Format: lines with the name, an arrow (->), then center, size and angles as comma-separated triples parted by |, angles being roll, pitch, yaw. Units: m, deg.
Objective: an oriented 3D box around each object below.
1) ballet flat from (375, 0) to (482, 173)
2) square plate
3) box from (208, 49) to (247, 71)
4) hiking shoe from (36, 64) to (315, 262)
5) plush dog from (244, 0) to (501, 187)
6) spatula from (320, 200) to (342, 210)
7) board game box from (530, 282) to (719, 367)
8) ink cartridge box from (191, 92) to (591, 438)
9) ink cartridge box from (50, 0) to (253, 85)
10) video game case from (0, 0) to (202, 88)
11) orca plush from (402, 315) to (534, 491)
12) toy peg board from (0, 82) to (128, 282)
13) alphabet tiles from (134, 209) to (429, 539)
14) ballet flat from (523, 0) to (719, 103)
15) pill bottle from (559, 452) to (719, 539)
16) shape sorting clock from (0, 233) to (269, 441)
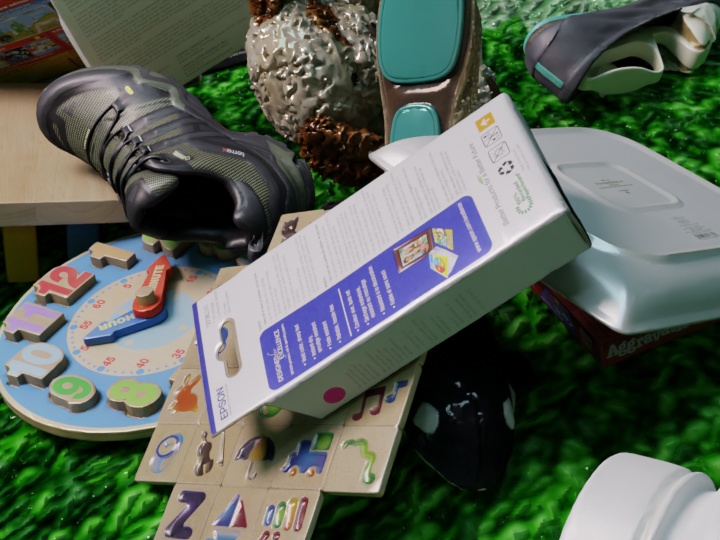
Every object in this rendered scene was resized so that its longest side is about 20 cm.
ballet flat -> 0.047, -0.112, 0.774 | 0.070, 0.203, 0.065 | 8, 7, 30
square plate -> 0.137, -0.035, 0.672 | 0.198, 0.029, 0.198 | -7, 32, -39
box -> -0.159, -0.264, 1.086 | 0.197, 0.166, 0.086 | -15, 32, -4
hiking shoe -> -0.130, -0.070, 0.779 | 0.198, 0.077, 0.101 | 22, 29, 12
plush dog -> -0.016, -0.140, 0.848 | 0.159, 0.202, 0.171 | -29, -7, 29
spatula -> 0.000, 0.000, 0.764 | 0.056, 0.021, 0.201 | -10, 32, -7
board game box -> 0.142, -0.018, 0.744 | 0.102, 0.020, 0.200 | -19, 33, -11
ink cartridge box -> 0.008, 0.003, 0.599 | 0.198, 0.037, 0.095 | -32, 41, 12
ink cartridge box -> -0.145, -0.221, 0.856 | 0.161, 0.201, 0.050 | -33, 48, -6
video game case -> -0.229, -0.171, 0.956 | 0.141, 0.200, 0.018 | -14, 71, 16
orca plush -> 0.049, 0.015, 0.650 | 0.104, 0.072, 0.201 | 13, 39, -2
toy peg board -> -0.264, -0.053, 0.897 | 0.196, 0.099, 0.201 | -2, 32, -12
alphabet tiles -> -0.035, 0.050, 0.629 | 0.165, 0.006, 0.202 | -6, 53, 39
ballet flat -> 0.213, -0.168, 0.909 | 0.198, 0.074, 0.073 | -21, 33, -22
pill bottle -> 0.169, 0.134, 0.418 | 0.198, 0.114, 0.113 | 13, 40, 33
shape sorting clock -> -0.126, 0.029, 0.750 | 0.197, 0.040, 0.201 | -10, 33, 6
